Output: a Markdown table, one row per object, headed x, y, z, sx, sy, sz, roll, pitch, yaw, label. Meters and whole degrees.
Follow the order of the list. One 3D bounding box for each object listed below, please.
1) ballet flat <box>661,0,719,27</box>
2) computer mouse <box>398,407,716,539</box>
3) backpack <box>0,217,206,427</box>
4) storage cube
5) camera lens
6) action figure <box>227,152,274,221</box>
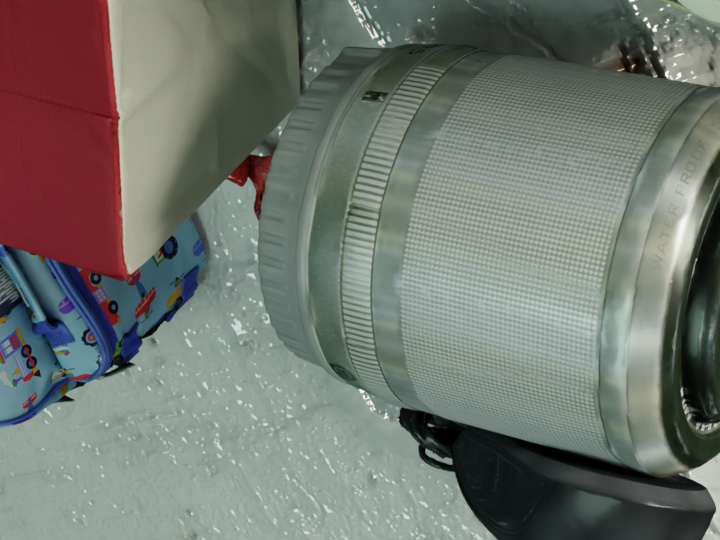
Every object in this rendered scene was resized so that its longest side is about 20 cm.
| x | y | z | sx | sy | sz | roll | pitch | yaw | label |
| --- | --- | --- | --- | --- | --- | --- | --- | --- | --- |
| 0.115 | -0.137 | 0.760 | 0.199 | 0.069 | 0.070 | 27 | 133 | 19 | ballet flat |
| 0.095 | 0.105 | 0.851 | 0.137 | 0.200 | 0.053 | 12 | 91 | -10 | computer mouse |
| -0.201 | -0.001 | 0.998 | 0.134 | 0.200 | 0.184 | -6 | 116 | 39 | backpack |
| -0.144 | -0.127 | 0.871 | 0.179 | 0.200 | 0.172 | 16 | 129 | 19 | storage cube |
| 0.077 | -0.009 | 0.813 | 0.199 | 0.160 | 0.161 | 13 | 128 | 29 | camera lens |
| 0.000 | 0.000 | 0.961 | 0.200 | 0.052 | 0.066 | 43 | 141 | 6 | action figure |
